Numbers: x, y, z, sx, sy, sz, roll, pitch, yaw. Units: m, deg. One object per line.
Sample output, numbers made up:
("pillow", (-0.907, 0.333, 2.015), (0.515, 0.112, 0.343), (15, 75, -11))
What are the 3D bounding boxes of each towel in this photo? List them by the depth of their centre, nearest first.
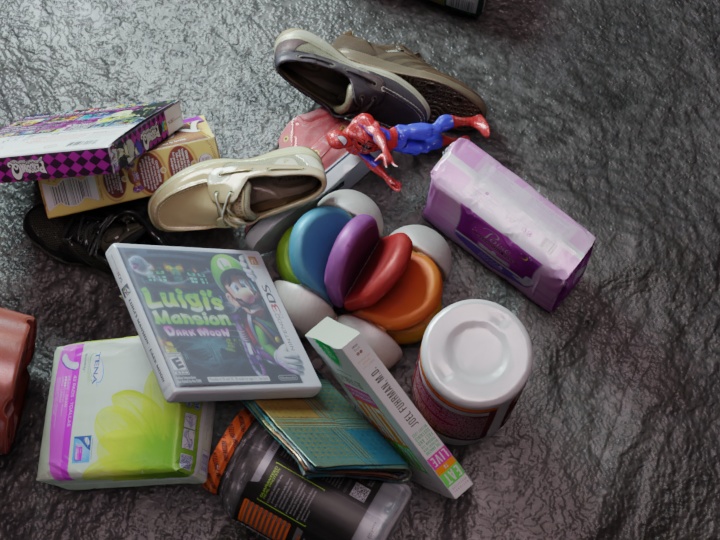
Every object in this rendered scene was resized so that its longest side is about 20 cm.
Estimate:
("towel", (-0.051, 0.156, 1.528), (0.200, 0.146, 0.022), (42, 113, 43))

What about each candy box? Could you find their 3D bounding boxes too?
("candy box", (-0.260, -0.118, 1.652), (0.199, 0.117, 0.057), (-14, 109, -7))

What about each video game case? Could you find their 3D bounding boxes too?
("video game case", (-0.149, 0.052, 1.511), (0.199, 0.023, 0.182), (2, 51, -46))
("video game case", (-0.320, -0.141, 1.611), (0.199, 0.181, 0.036), (-4, 111, 19))

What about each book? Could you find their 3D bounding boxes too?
("book", (0.031, 0.140, 1.523), (0.048, 0.134, 0.200), (-39, 103, -10))

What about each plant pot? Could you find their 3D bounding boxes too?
("plant pot", (-0.451, 0.104, 1.540), (0.194, 0.201, 0.202), (12, 70, -7))

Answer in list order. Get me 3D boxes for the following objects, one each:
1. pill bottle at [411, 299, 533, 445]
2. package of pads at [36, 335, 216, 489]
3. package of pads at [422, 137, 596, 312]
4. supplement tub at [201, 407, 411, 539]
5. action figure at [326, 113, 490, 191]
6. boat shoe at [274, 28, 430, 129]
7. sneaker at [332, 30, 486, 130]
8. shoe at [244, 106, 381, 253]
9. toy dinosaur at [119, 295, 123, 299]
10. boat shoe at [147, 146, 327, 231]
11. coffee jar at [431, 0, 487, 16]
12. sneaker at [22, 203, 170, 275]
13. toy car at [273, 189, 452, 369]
("pill bottle", (0.112, 0.114, 1.541), (0.114, 0.200, 0.115), (1, 70, -2))
("package of pads", (-0.242, 0.146, 1.544), (0.199, 0.068, 0.155), (-7, 68, 31))
("package of pads", (0.164, -0.050, 1.644), (0.200, 0.121, 0.076), (38, 73, 12))
("supplement tub", (-0.057, 0.232, 1.534), (0.199, 0.123, 0.123), (29, 72, 8))
("action figure", (0.058, -0.130, 1.656), (0.199, 0.065, 0.099), (-1, 52, -27))
("boat shoe", (-0.013, -0.204, 1.683), (0.199, 0.072, 0.065), (29, 43, -15))
("sneaker", (0.060, -0.233, 1.735), (0.199, 0.071, 0.076), (21, 49, -4))
("shoe", (-0.076, -0.108, 1.687), (0.200, 0.072, 0.091), (-40, 75, -20))
("toy dinosaur", (-0.174, 0.056, 1.597), (0.199, 0.101, 0.058), (17, 50, -17))
("boat shoe", (-0.134, -0.081, 1.593), (0.199, 0.072, 0.065), (-14, 28, -2))
("coffee jar", (0.066, -0.383, 1.779), (0.199, 0.085, 0.105), (16, 73, 3))
("sneaker", (-0.290, -0.040, 1.630), (0.199, 0.114, 0.076), (25, 71, 12))
("toy car", (0.000, 0.000, 1.604), (0.199, 0.150, 0.175), (28, 72, 8))
